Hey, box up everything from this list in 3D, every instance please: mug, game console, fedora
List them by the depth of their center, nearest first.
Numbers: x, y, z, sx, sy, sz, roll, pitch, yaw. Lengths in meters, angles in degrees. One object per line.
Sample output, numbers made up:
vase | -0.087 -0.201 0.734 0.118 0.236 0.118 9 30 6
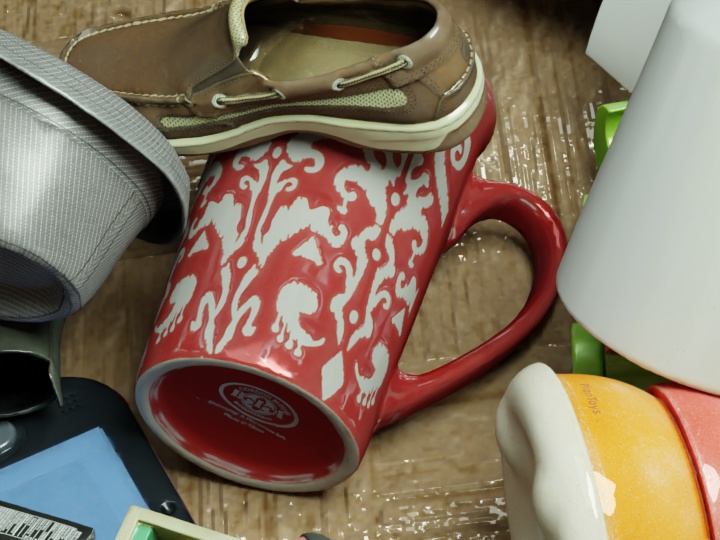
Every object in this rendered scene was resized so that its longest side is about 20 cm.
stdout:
mug | 0.188 -0.044 0.972 0.185 0.154 0.150 7 24 -12
game console | -0.156 0.141 1.023 0.176 0.031 0.200 -19 48 -19
fedora | -0.175 -0.041 1.040 0.199 0.177 0.091 22 70 18
mug | -0.004 -0.007 1.077 0.176 0.134 0.201 8 55 18

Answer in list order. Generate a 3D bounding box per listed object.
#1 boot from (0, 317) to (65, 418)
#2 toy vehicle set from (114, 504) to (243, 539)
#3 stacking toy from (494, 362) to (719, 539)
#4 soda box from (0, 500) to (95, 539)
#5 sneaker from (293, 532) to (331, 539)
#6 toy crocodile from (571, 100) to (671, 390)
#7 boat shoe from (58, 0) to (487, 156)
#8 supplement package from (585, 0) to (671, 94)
boot | -0.232 0.022 1.102 0.198 0.078 0.139 -10 35 2
toy vehicle set | -0.069 0.199 0.889 0.123 0.027 0.201 15 63 15
stacking toy | 0.163 0.097 0.956 0.198 0.147 0.147 -10 49 -5
soda box | -0.170 0.177 0.900 0.063 0.071 0.200 12 36 17
sneaker | -0.037 0.192 0.935 0.086 0.074 0.201 0 52 -3
toy crocodile | 0.132 0.006 1.085 0.067 0.062 0.201 0 50 9
boat shoe | -0.046 -0.100 1.028 0.200 0.075 0.075 0 57 15
supplement package | 0.227 -0.145 1.118 0.199 0.120 0.121 -26 59 -34
